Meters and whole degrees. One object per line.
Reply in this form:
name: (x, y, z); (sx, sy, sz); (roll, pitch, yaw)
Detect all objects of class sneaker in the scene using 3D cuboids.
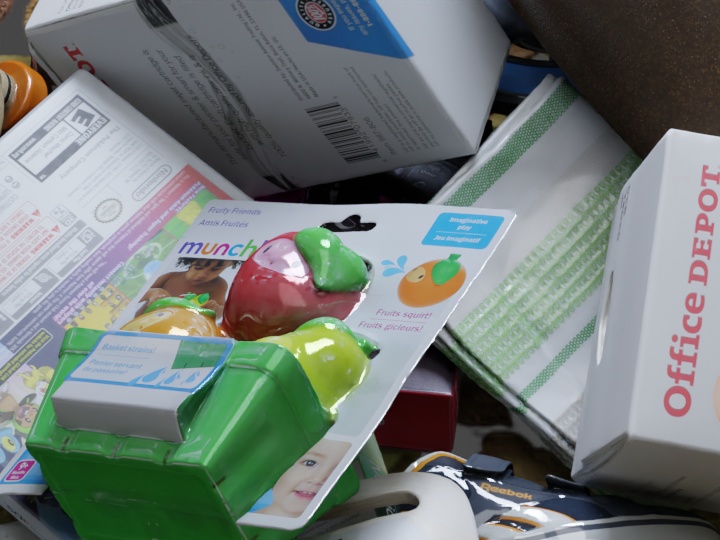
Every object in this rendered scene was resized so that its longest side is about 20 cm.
sneaker: (0.069, 0.123, 1.089); (0.199, 0.079, 0.080); (-7, 54, -1)

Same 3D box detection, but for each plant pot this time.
plant pot: (0.160, -0.142, 1.145); (0.186, 0.187, 0.201); (-18, 74, -13)

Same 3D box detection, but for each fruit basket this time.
fruit basket: (-0.051, 0.031, 1.021); (0.185, 0.094, 0.200); (4, 49, 37)

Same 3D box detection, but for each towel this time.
towel: (0.121, 0.015, 1.145); (0.200, 0.031, 0.149); (43, 78, 7)

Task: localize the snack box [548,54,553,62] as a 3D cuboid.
snack box: (0.215, -0.060, 1.252); (0.199, 0.068, 0.169); (-8, 48, -6)

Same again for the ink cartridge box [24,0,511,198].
ink cartridge box: (-0.048, -0.118, 1.180); (0.199, 0.145, 0.084); (-10, 44, 34)

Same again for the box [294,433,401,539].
box: (-0.037, 0.167, 1.037); (0.144, 0.036, 0.200); (-29, 54, 13)

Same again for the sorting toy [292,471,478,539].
sorting toy: (-0.026, 0.162, 0.966); (0.199, 0.107, 0.180); (-12, 40, 24)

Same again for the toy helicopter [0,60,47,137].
toy helicopter: (-0.277, -0.078, 1.289); (0.199, 0.079, 0.133); (15, 79, 38)

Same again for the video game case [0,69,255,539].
video game case: (-0.134, 0.017, 1.112); (0.182, 0.023, 0.200); (38, 61, 13)

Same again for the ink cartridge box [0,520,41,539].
ink cartridge box: (-0.213, 0.203, 1.058); (0.199, 0.047, 0.160); (-11, 49, -3)

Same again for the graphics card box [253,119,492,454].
graphics card box: (0.000, 0.000, 1.221); (0.125, 0.051, 0.200); (5, 48, 8)

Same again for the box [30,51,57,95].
box: (-0.081, -0.134, 1.330); (0.199, 0.075, 0.100); (0, 48, 5)

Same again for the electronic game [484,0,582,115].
electronic game: (0.108, -0.153, 1.274); (0.199, 0.042, 0.200); (-2, 45, 2)

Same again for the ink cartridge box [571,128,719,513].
ink cartridge box: (0.212, 0.037, 1.063); (0.199, 0.145, 0.148); (10, 76, -2)
